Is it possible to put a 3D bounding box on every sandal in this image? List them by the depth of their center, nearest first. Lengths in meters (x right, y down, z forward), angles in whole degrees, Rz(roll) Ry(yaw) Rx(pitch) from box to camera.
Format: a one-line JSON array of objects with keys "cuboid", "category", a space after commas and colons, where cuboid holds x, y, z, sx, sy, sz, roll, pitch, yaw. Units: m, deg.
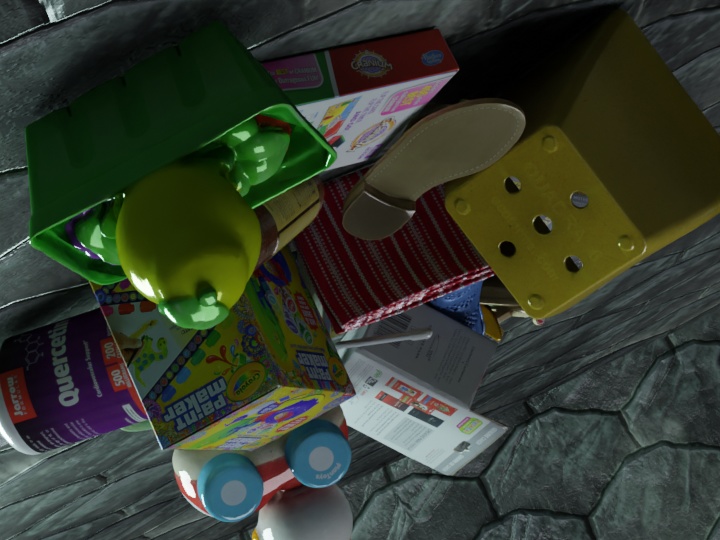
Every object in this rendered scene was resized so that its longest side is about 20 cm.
[{"cuboid": [0.055, -0.109, 1.478, 0.077, 0.070, 0.212, 26, 136, -27], "category": "sandal"}, {"cuboid": [0.101, 0.035, 1.795, 0.079, 0.087, 0.200, -26, 167, -8], "category": "sandal"}]

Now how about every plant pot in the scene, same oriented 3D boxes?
[{"cuboid": [0.187, -0.073, 1.525, 0.200, 0.200, 0.176, -35, -175, 36], "category": "plant pot"}]

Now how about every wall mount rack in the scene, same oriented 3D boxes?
[{"cuboid": [-0.007, 0.033, 1.666, 0.074, 0.201, 0.174, 17, 147, -26], "category": "wall mount rack"}]

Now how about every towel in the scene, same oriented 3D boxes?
[{"cuboid": [0.040, -0.038, 1.613, 0.199, 0.145, 0.023, -21, 161, -14], "category": "towel"}]

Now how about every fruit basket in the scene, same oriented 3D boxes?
[{"cuboid": [-0.116, -0.042, 1.185, 0.215, 0.216, 0.155, -28, 160, 8], "category": "fruit basket"}]

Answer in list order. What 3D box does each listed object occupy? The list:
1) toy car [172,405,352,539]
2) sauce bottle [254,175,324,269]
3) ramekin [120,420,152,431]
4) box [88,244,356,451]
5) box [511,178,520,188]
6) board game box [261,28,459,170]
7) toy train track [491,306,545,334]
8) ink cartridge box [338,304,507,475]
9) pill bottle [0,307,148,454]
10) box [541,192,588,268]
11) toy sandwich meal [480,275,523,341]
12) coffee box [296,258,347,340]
[{"cuboid": [-0.080, 0.235, 1.735, 0.176, 0.201, 0.184, -20, -163, -10], "category": "toy car"}, {"cuboid": [-0.093, -0.035, 1.426, 0.066, 0.066, 0.200, -33, -176, 30], "category": "sauce bottle"}, {"cuboid": [-0.170, 0.074, 1.756, 0.199, 0.098, 0.200, -24, 166, -6], "category": "ramekin"}, {"cuboid": [-0.123, 0.049, 1.540, 0.122, 0.193, 0.200, -28, 167, 14], "category": "box"}, {"cuboid": [0.145, -0.107, 1.757, 0.158, 0.049, 0.200, -30, 166, 21], "category": "box"}, {"cuboid": [-0.041, -0.120, 1.379, 0.199, 0.040, 0.153, -16, 164, -35], "category": "board game box"}, {"cuboid": [0.152, 0.075, 2.066, 0.199, 0.033, 0.115, -27, -165, -26], "category": "toy train track"}, {"cuboid": [0.061, 0.120, 1.816, 0.084, 0.175, 0.200, -64, -175, -25], "category": "ink cartridge box"}, {"cuboid": [-0.268, 0.102, 1.615, 0.199, 0.113, 0.112, -18, 168, 10], "category": "pill bottle"}, {"cuboid": [0.238, -0.043, 1.963, 0.158, 0.049, 0.200, 12, 159, -12], "category": "box"}, {"cuboid": [0.113, 0.038, 2.035, 0.204, 0.071, 0.205, 7, -172, -1], "category": "toy sandwich meal"}, {"cuboid": [0.000, 0.000, 1.823, 0.113, 0.080, 0.200, -16, 163, -41], "category": "coffee box"}]
